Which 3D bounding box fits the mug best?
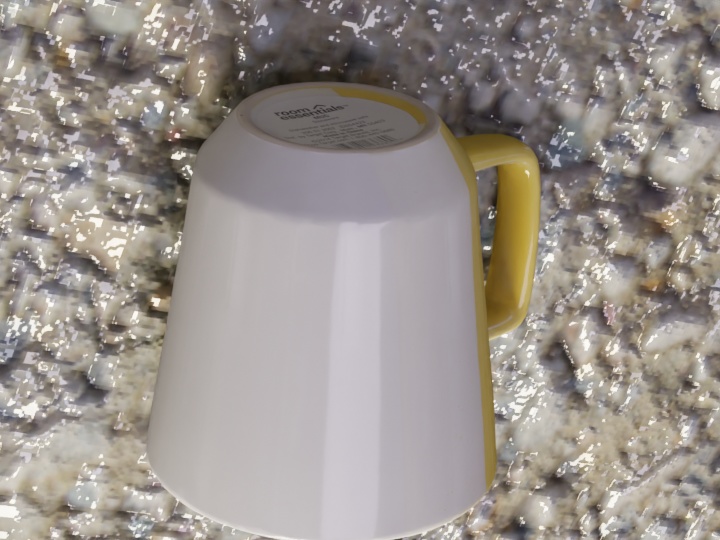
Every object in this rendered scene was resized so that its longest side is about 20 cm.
[{"bbox_3d":[-0.009,0.001,0.988,0.148,0.187,0.154,7,114,10],"label":"mug"}]
